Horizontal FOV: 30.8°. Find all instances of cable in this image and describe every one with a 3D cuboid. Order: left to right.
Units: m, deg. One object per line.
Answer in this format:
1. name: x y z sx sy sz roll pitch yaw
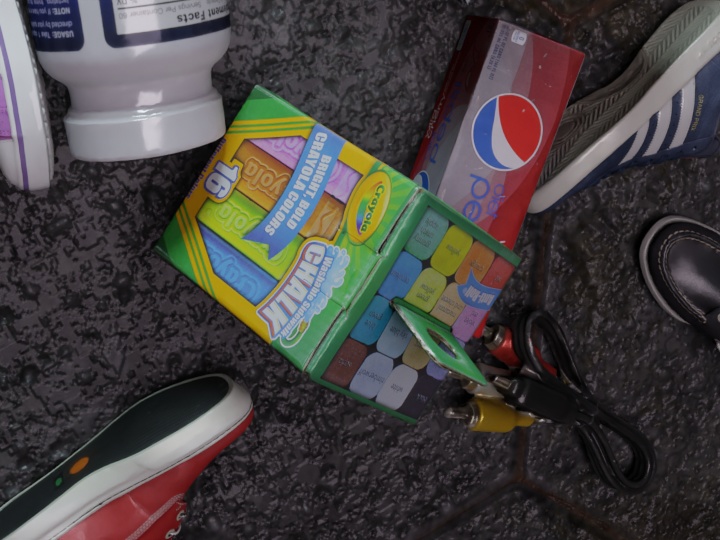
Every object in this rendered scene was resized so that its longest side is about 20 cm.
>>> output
1. cable: 0.147 0.095 0.959 0.199 0.050 0.098 29 76 -34

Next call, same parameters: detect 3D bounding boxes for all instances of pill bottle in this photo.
1. pill bottle: -0.135 -0.171 0.748 0.115 0.116 0.202 -10 107 -15

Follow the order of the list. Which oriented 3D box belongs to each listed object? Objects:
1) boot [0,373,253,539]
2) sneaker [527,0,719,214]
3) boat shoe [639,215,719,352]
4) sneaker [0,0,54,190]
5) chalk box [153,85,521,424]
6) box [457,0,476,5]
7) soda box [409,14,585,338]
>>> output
1. boot: -0.129 0.170 0.863 0.199 0.072 0.145 -35 112 2
2. sneaker: 0.197 -0.093 0.899 0.200 0.075 0.085 -41 116 -1
3. boat shoe: 0.285 0.035 0.965 0.074 0.060 0.200 -46 112 -1
4. sneaker: -0.247 -0.134 0.751 0.113 0.073 0.202 -17 98 -9
5. chalk box: 0.000 0.000 0.773 0.125 0.199 0.125 -57 143 2
6. box: 0.092 -0.242 0.744 0.163 0.200 0.087 -29 112 2
7. soda box: 0.076 -0.063 0.871 0.069 0.063 0.202 18 98 -19
